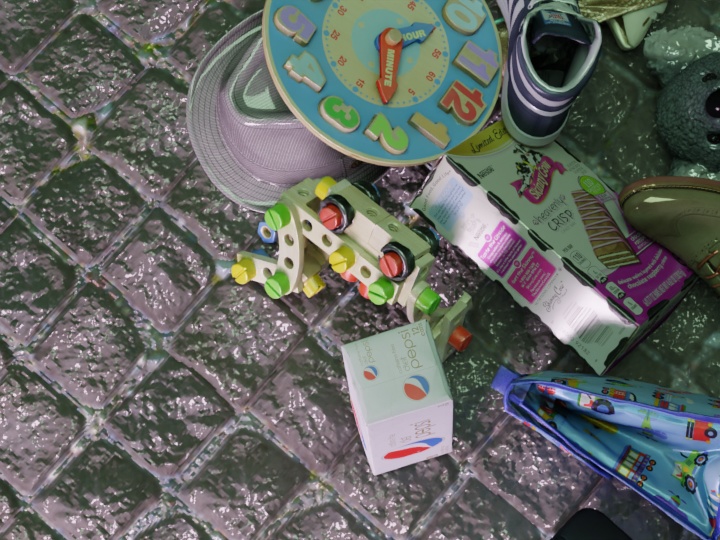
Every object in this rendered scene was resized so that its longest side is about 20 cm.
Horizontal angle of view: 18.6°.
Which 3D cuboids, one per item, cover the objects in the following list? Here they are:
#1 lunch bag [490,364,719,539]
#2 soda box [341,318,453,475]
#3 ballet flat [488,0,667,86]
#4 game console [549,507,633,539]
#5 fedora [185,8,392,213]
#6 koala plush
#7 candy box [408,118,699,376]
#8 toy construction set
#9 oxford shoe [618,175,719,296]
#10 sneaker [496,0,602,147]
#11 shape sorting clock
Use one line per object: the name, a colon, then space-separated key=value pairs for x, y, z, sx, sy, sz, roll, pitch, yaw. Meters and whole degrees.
lunch bag: x=0.193 y=0.114 z=1.648 sx=0.199 sy=0.151 sz=0.095 roll=23 pitch=95 yaw=10
soda box: x=0.029 y=0.097 z=1.641 sx=0.068 sy=0.200 sz=0.064 roll=-17 pitch=74 yaw=-2
ballet flat: x=0.189 y=-0.201 z=1.787 sx=0.199 sy=0.071 sz=0.066 roll=-22 pitch=94 yaw=2
game console: x=0.179 y=0.276 z=1.609 sx=0.172 sy=0.119 sz=0.200 roll=42 pitch=65 yaw=12
fedora: x=-0.046 y=-0.145 z=1.762 sx=0.199 sy=0.090 sz=0.178 roll=-20 pitch=76 yaw=-3
koala plush: x=0.323 y=-0.129 z=1.727 sx=0.199 sy=0.184 sz=0.179 roll=-14 pitch=87 yaw=20
candy box: x=0.153 y=-0.026 z=1.701 sx=0.200 sy=0.136 sz=0.061 roll=41 pitch=124 yaw=11
toy construction set: x=0.000 y=0.000 z=1.711 sx=0.199 sy=0.132 sz=0.092 roll=28 pitch=39 yaw=8
oxford shoe: x=0.286 y=-0.012 z=1.688 sx=0.199 sy=0.070 sz=0.075 roll=21 pitch=55 yaw=-15
sneaker: x=0.142 y=-0.207 z=1.692 sx=0.069 sy=0.109 sz=0.202 roll=1 pitch=74 yaw=-7
shape sorting clock: x=0.020 y=-0.176 z=1.710 sx=0.198 sy=0.039 sz=0.202 roll=8 pitch=70 yaw=-22
